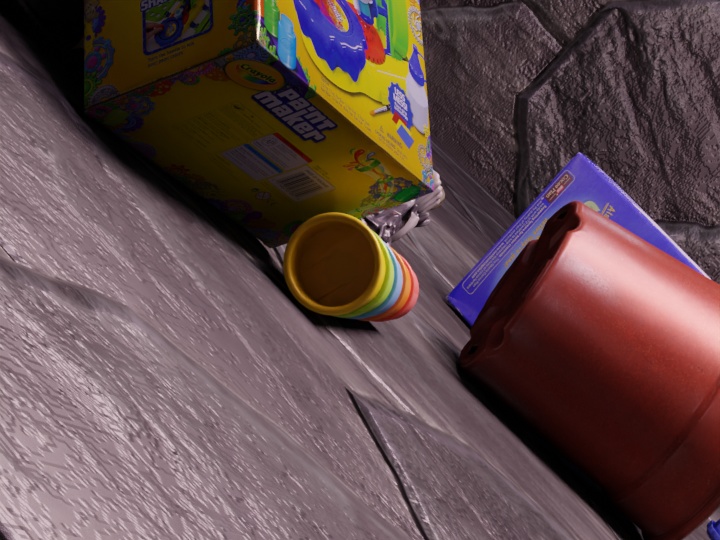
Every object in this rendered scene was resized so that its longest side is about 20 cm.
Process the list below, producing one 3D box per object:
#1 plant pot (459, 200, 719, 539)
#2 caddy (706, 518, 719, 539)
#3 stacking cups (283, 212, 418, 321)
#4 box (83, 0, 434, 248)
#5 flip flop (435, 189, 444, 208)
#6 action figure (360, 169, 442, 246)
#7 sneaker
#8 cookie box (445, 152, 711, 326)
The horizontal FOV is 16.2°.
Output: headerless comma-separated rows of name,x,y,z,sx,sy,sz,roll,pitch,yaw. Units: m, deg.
plant pot,0.189,0.064,1.827,0.195,0.201,0.201,35,7,-6
caddy,0.327,0.231,1.916,0.141,0.105,0.200,47,4,8
stacking cups,0.000,0.000,1.561,0.061,0.061,0.200,45,5,8
box,-0.061,-0.151,1.501,0.200,0.121,0.194,36,42,-51
flip flop,0.022,-0.127,2.530,0.200,0.058,0.081,40,7,-33
action figure,-0.007,-0.066,1.760,0.119,0.102,0.200,54,-3,-39
sneaker,-0.157,-0.171,1.561,0.074,0.089,0.200,49,9,29
cookie box,0.195,0.035,2.072,0.200,0.171,0.075,49,11,34
